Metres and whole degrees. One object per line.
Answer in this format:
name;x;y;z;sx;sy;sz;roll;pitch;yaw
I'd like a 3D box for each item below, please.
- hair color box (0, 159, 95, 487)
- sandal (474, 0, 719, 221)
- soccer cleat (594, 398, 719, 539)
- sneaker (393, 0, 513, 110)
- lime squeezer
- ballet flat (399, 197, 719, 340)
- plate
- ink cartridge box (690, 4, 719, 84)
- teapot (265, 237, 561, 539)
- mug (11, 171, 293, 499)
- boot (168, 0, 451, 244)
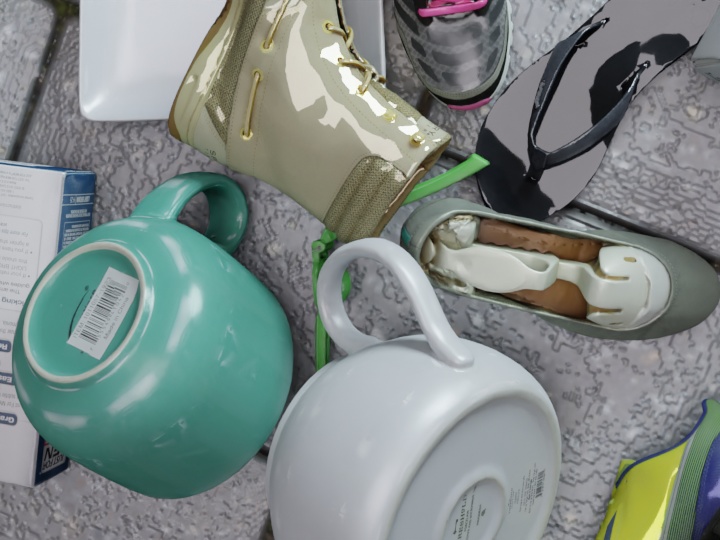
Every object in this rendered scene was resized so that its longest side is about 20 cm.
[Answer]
hair color box;-0.236;0.030;0.937;0.099;0.061;0.202;8;94;10
sandal;0.138;-0.113;0.871;0.076;0.043;0.201;40;99;5
soccer cleat;0.171;0.163;0.884;0.200;0.065;0.084;-47;56;14
sneaker;0.048;-0.196;0.859;0.073;0.087;0.202;-4;93;10
lime squeezer;0.000;0.000;0.907;0.070;0.038;0.201;28;103;-6
ballet flat;0.120;0.006;0.854;0.198;0.064;0.068;12;102;-3
plate;-0.080;-0.194;0.910;0.198;0.032;0.202;1;94;11
ink cartridge box;0.300;-0.169;0.809;0.144;0.084;0.201;28;98;-2
teapot;0.013;0.115;0.854;0.146;0.197;0.201;25;75;39
mug;-0.134;0.033;0.868;0.151;0.114;0.186;-27;55;16
boot;-0.006;-0.126;0.841;0.155;0.073;0.201;34;105;11
